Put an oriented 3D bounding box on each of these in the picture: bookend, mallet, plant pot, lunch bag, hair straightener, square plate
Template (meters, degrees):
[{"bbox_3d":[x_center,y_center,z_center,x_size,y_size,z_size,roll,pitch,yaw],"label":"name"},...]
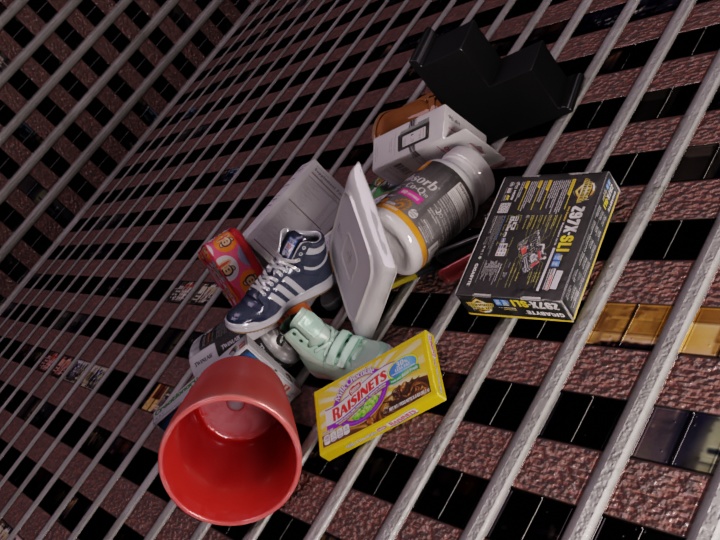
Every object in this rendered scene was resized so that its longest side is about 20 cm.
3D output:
[{"bbox_3d":[0.218,-0.324,1.427,0.197,0.200,0.093,-16,38,45],"label":"bookend"},{"bbox_3d":[0.081,0.001,1.355,0.198,0.041,0.066,-29,28,20],"label":"mallet"},{"bbox_3d":[-0.178,0.224,1.253,0.200,0.201,0.178,-39,19,11],"label":"plant pot"},{"bbox_3d":[-0.216,0.018,1.593,0.081,0.178,0.200,-32,6,-13],"label":"lunch bag"},{"bbox_3d":[0.190,-0.060,1.256,0.199,0.041,0.078,-32,47,24],"label":"hair straightener"},{"bbox_3d":[-0.006,-0.019,1.299,0.201,0.028,0.200,109,149,-51],"label":"square plate"}]

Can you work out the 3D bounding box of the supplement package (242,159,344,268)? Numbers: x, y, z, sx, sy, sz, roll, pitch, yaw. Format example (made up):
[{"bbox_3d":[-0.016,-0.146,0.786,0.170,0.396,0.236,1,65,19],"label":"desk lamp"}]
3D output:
[{"bbox_3d":[-0.122,-0.093,1.661,0.201,0.114,0.109,-49,13,-11],"label":"supplement package"}]

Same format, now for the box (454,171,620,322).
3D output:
[{"bbox_3d":[0.227,-0.034,1.137,0.158,0.049,0.202,3,57,41],"label":"box"}]

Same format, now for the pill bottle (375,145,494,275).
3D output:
[{"bbox_3d":[0.106,-0.094,1.330,0.200,0.117,0.116,-41,24,-26],"label":"pill bottle"}]

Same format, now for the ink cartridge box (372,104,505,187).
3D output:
[{"bbox_3d":[0.129,-0.200,1.457,0.198,0.115,0.069,-19,57,40],"label":"ink cartridge box"}]

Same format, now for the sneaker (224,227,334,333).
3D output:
[{"bbox_3d":[-0.126,0.008,1.333,0.199,0.110,0.070,-30,41,-32],"label":"sneaker"}]

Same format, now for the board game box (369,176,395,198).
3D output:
[{"bbox_3d":[0.054,-0.154,1.616,0.200,0.023,0.105,-47,28,-2],"label":"board game box"}]

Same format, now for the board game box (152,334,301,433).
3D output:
[{"bbox_3d":[-0.206,0.205,1.368,0.199,0.126,0.035,-39,28,10],"label":"board game box"}]

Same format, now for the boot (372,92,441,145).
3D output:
[{"bbox_3d":[0.118,-0.281,1.615,0.153,0.074,0.200,-9,29,40],"label":"boot"}]

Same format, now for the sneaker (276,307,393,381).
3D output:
[{"bbox_3d":[-0.043,0.107,1.284,0.199,0.118,0.074,-5,44,50],"label":"sneaker"}]

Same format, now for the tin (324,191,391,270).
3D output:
[{"bbox_3d":[-0.008,-0.064,1.504,0.199,0.042,0.112,-36,14,3],"label":"tin"}]

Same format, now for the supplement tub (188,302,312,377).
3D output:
[{"bbox_3d":[-0.172,0.121,1.443,0.199,0.123,0.123,-33,29,24],"label":"supplement tub"}]

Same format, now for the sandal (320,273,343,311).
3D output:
[{"bbox_3d":[0.001,0.000,1.464,0.075,0.043,0.201,-17,27,42],"label":"sandal"}]

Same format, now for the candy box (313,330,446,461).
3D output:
[{"bbox_3d":[0.021,0.168,1.186,0.199,0.026,0.103,-32,43,24],"label":"candy box"}]
